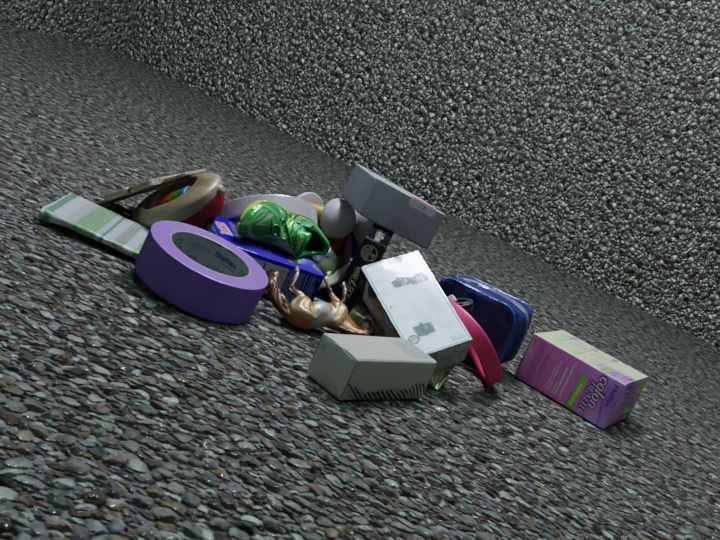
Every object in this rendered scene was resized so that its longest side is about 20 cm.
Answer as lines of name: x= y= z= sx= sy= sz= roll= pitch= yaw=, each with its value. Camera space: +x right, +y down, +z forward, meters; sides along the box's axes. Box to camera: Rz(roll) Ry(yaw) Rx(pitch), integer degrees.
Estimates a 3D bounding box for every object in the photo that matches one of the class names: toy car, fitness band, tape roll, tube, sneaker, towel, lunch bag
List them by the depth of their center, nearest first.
tape roll: x=-0.245 y=0.001 z=1.454 sx=0.199 sy=0.066 sz=0.200 roll=26 pitch=16 yaw=-8
towel: x=-0.417 y=-0.063 z=1.553 sx=0.199 sy=0.031 sz=0.149 roll=25 pitch=14 yaw=-5
tube: x=0.064 y=0.128 z=1.583 sx=0.199 sy=0.058 sz=0.052 roll=27 pitch=6 yaw=20
sneaker: x=-0.128 y=-0.069 z=1.634 sx=0.199 sy=0.075 sz=0.083 roll=11 pitch=15 yaw=-45
fitness band: x=0.194 y=0.122 z=1.642 sx=0.144 sy=0.037 sz=0.200 roll=52 pitch=-5 yaw=36
tape roll: x=-0.179 y=-0.091 z=1.790 sx=0.201 sy=0.037 sz=0.203 roll=-4 pitch=-19 yaw=-1
lunch bag: x=0.219 y=0.095 z=1.807 sx=0.199 sy=0.137 sz=0.132 roll=28 pitch=12 yaw=23
sneaker: x=-0.072 y=-0.027 z=1.839 sx=0.067 sy=0.091 sz=0.200 roll=-21 pitch=10 yaw=8
toy car: x=-0.053 y=-0.078 z=1.992 sx=0.199 sy=0.152 sz=0.174 roll=9 pitch=4 yaw=-37

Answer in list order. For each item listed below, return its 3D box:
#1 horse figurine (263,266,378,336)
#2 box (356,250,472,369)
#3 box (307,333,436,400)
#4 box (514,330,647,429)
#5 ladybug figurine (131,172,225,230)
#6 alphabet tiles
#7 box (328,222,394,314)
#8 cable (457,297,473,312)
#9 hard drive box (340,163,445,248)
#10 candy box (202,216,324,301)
horse figurine: x=-0.075 y=0.055 z=1.551 sx=0.198 sy=0.050 sz=0.133 roll=10 pitch=47 yaw=-28
box: x=0.087 y=0.070 z=1.565 sx=0.116 sy=0.060 sz=0.201 roll=-17 pitch=56 yaw=-22
box: x=0.020 y=0.143 z=1.391 sx=0.082 sy=0.069 sz=0.199 roll=34 pitch=16 yaw=38
box: x=0.431 y=0.207 z=1.828 sx=0.199 sy=0.097 sz=0.175 roll=29 pitch=13 yaw=27
ladybug figurine: x=-0.313 y=-0.110 z=1.656 sx=0.199 sy=0.072 sz=0.136 roll=-13 pitch=30 yaw=33
alphabet tiles: x=-0.385 y=-0.154 z=1.710 sx=0.194 sy=0.015 sz=0.200 roll=-17 pitch=7 yaw=11
box: x=0.000 y=0.000 z=1.732 sx=0.049 sy=0.162 sz=0.200 roll=28 pitch=13 yaw=0
cable: x=0.106 y=0.081 z=1.723 sx=0.198 sy=0.051 sz=0.097 roll=-5 pitch=10 yaw=-19
hard drive box: x=0.059 y=-0.127 z=1.835 sx=0.155 sy=0.077 sz=0.200 roll=27 pitch=8 yaw=-17
candy box: x=-0.184 y=-0.019 z=1.669 sx=0.199 sy=0.078 sz=0.169 roll=20 pitch=14 yaw=-23
